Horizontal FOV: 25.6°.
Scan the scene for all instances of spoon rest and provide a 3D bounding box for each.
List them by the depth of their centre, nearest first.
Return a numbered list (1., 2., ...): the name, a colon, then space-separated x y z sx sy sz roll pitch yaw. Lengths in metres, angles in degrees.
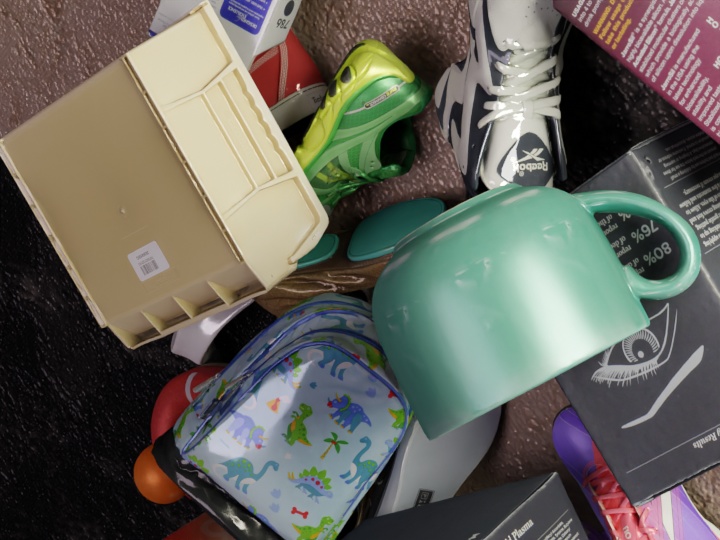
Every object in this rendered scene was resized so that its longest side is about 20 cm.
1. spoon rest: -0.117 0.007 1.326 0.098 0.061 0.201 23 128 -3

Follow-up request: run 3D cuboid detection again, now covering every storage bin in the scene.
1. storage bin: -0.151 -0.064 1.200 0.199 0.094 0.200 -22 101 45

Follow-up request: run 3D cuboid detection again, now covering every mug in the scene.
1. mug: 0.096 0.011 0.968 0.115 0.184 0.152 62 157 7

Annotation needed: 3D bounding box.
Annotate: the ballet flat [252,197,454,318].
1. ballet flat: 0.000 0.000 1.225 0.198 0.068 0.073 -17 123 28

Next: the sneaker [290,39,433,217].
1. sneaker: -0.006 -0.084 1.189 0.083 0.075 0.200 29 143 -3

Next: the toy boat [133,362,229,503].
1. toy boat: -0.132 0.155 1.338 0.199 0.130 0.132 -3 104 62

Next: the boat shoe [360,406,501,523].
1. boat shoe: 0.047 0.155 1.239 0.202 0.069 0.066 -71 24 14

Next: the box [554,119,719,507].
1. box: 0.201 0.028 1.039 0.148 0.104 0.201 -35 83 42

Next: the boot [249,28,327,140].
1. boot: -0.123 -0.151 1.276 0.199 0.072 0.146 -30 85 35

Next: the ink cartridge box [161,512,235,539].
1. ink cartridge box: -0.102 0.286 1.358 0.198 0.162 0.051 20 120 33

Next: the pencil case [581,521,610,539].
1. pencil case: 0.111 0.248 1.213 0.199 0.086 0.084 -28 102 42

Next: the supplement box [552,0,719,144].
1. supplement box: 0.229 -0.142 0.947 0.200 0.110 0.086 43 128 20

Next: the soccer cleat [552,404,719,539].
1. soccer cleat: 0.200 0.179 1.118 0.200 0.073 0.068 50 131 14

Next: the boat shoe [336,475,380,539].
1. boat shoe: -0.003 0.137 1.280 0.071 0.068 0.203 2 107 40

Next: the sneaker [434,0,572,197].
1. sneaker: 0.107 -0.111 1.033 0.200 0.078 0.131 123 139 -53

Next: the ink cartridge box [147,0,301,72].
1. ink cartridge box: -0.079 -0.246 1.179 0.099 0.039 0.202 31 105 22

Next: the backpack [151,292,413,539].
1. backpack: -0.040 0.115 1.192 0.163 0.200 0.154 42 176 -3

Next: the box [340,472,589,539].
1. box: 0.079 0.261 1.116 0.199 0.104 0.184 -21 98 42
